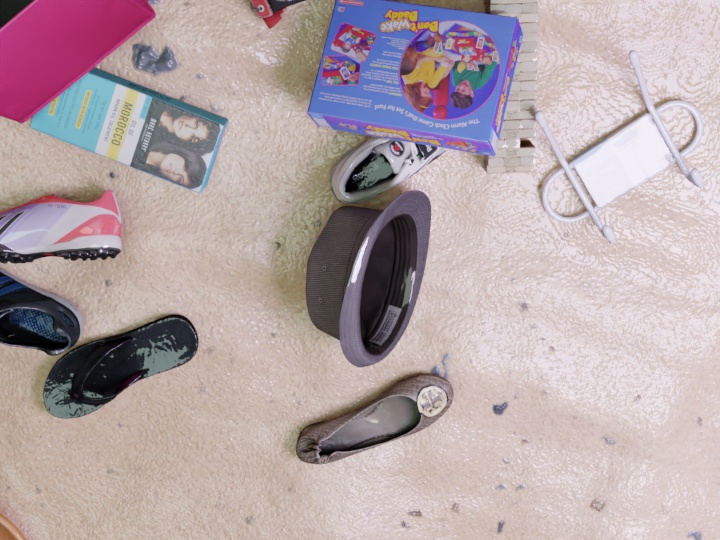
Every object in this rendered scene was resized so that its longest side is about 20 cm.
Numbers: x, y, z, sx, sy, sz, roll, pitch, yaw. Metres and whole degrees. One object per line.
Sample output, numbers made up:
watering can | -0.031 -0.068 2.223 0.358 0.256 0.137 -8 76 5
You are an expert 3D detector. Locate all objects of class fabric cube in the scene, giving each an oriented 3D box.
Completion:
fabric cube | -0.358 -0.291 1.198 0.195 0.199 0.201 -37 83 9

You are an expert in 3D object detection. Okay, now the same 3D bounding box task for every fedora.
fedora | 0.000 0.000 1.332 0.089 0.176 0.203 17 112 26

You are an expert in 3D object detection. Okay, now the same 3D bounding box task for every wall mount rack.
wall mount rack | 0.277 -0.135 1.320 0.199 0.075 0.175 -32 105 6

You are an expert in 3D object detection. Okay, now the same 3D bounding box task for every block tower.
block tower | 0.162 -0.207 1.317 0.057 0.054 0.203 -3 104 0

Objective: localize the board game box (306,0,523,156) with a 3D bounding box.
board game box | 0.056 -0.204 1.266 0.198 0.045 0.136 12 81 18

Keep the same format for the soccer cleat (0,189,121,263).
soccer cleat | -0.363 -0.049 1.359 0.197 0.068 0.074 -2 80 5

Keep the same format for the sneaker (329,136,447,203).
sneaker | 0.052 -0.136 1.318 0.200 0.089 0.074 -41 99 8

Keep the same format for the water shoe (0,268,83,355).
water shoe | -0.410 0.039 1.366 0.198 0.079 0.072 16 103 -4

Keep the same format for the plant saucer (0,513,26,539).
plant saucer | -0.484 0.364 1.469 0.197 0.037 0.203 0 104 -1

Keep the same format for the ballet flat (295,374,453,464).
ballet flat | 0.016 0.178 1.416 0.198 0.046 0.068 -21 104 5

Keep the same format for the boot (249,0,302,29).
boot | -0.145 -0.323 1.282 0.197 0.072 0.146 -7 105 -2

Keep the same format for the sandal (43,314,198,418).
sandal | -0.281 0.110 1.399 0.199 0.048 0.076 -28 102 6

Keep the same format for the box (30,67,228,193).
box | -0.251 -0.160 1.331 0.198 0.049 0.083 21 103 -4
